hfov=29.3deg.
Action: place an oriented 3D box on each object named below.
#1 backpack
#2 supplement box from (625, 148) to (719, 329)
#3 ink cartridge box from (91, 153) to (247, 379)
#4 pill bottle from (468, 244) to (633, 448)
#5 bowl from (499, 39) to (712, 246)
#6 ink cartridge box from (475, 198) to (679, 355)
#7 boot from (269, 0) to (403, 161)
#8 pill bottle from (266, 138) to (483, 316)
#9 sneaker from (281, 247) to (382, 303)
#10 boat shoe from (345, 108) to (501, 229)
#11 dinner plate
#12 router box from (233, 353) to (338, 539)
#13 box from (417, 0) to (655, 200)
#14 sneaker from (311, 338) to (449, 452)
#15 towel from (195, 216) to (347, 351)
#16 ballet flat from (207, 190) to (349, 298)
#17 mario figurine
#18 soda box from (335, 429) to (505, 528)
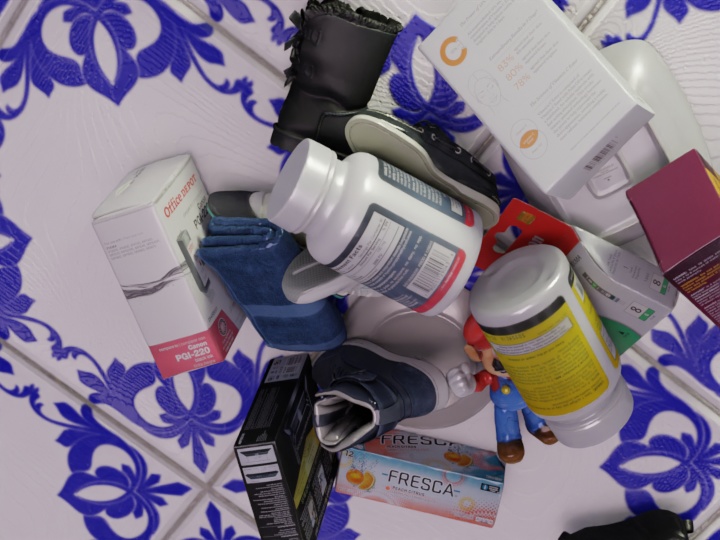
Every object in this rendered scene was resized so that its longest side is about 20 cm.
[{"bbox_3d":[0.331,0.400,1.640,0.164,0.127,0.202,-12,115,11],"label":"backpack"},{"bbox_3d":[0.364,-0.019,1.400,0.085,0.111,0.199,-33,139,21],"label":"supplement box"},{"bbox_3d":[-0.205,-0.008,1.533,0.084,0.146,0.202,-16,112,18],"label":"ink cartridge box"},{"bbox_3d":[0.204,0.083,1.444,0.113,0.115,0.201,-23,118,19],"label":"pill bottle"},{"bbox_3d":[0.257,-0.116,1.444,0.198,0.075,0.201,-26,108,18],"label":"bowl"},{"bbox_3d":[0.220,0.016,1.481,0.198,0.051,0.161,24,150,-5],"label":"ink cartridge box"},{"bbox_3d":[0.005,-0.189,1.459,0.195,0.073,0.165,16,108,-4],"label":"boot"},{"bbox_3d":[0.012,-0.048,1.384,0.198,0.120,0.120,27,117,-17],"label":"pill bottle"},{"bbox_3d":[0.000,0.000,1.489,0.070,0.199,0.081,29,133,39],"label":"sneaker"},{"bbox_3d":[0.070,-0.119,1.426,0.198,0.067,0.074,29,146,-21],"label":"boat shoe"},{"bbox_3d":[0.071,0.102,1.605,0.197,0.024,0.203,4,116,8],"label":"dinner plate"},{"bbox_3d":[-0.081,0.214,1.584,0.051,0.201,0.159,-9,113,14],"label":"router box"},{"bbox_3d":[0.174,-0.187,1.360,0.124,0.097,0.201,-44,74,17],"label":"box"},{"bbox_3d":[-0.021,0.137,1.534,0.201,0.145,0.078,5,110,48],"label":"sneaker"},{"bbox_3d":[-0.094,0.022,1.530,0.110,0.049,0.201,1,141,28],"label":"towel"},{"bbox_3d":[-0.074,-0.046,1.537,0.199,0.073,0.073,33,116,-13],"label":"ballet flat"},{"bbox_3d":[0.171,0.127,1.541,0.105,0.124,0.202,5,128,37],"label":"mario figurine"},{"bbox_3d":[0.072,0.242,1.647,0.197,0.064,0.069,13,116,3],"label":"soda box"}]
